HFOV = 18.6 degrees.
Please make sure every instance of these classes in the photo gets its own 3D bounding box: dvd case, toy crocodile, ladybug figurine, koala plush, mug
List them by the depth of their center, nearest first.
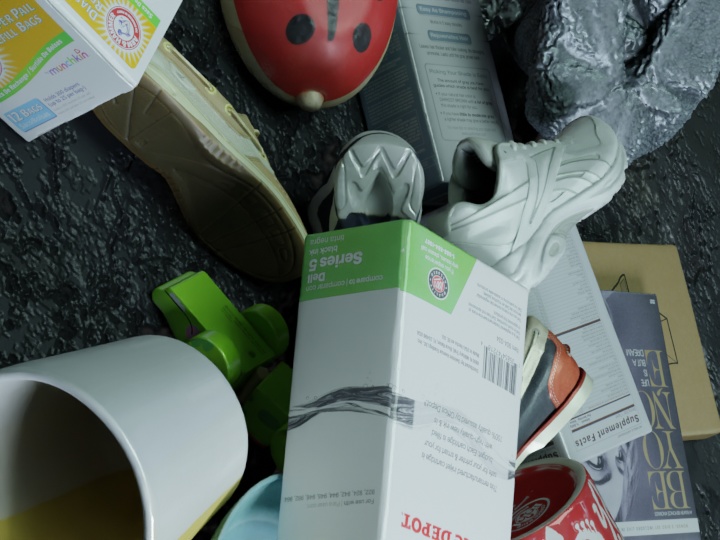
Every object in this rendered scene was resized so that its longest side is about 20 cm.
[{"bbox_3d":[-0.148,0.121,1.263,0.149,0.187,0.153,37,28,14],"label":"mug"},{"bbox_3d":[-0.059,0.082,1.400,0.200,0.062,0.067,46,39,7],"label":"toy crocodile"},{"bbox_3d":[0.139,0.247,1.465,0.201,0.133,0.178,64,23,-18],"label":"mug"},{"bbox_3d":[-0.031,-0.210,1.543,0.135,0.072,0.202,3,74,-22],"label":"ladybug figurine"},{"bbox_3d":[0.168,-0.182,1.683,0.176,0.200,0.185,11,100,-21],"label":"koala plush"},{"bbox_3d":[0.197,0.113,1.684,0.148,0.016,0.202,5,73,-47],"label":"dvd case"}]

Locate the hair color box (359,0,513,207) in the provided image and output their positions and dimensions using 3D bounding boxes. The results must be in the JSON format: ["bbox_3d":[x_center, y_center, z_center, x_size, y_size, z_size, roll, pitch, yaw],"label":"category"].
[{"bbox_3d":[0.048,-0.151,1.637,0.099,0.060,0.202,-1,74,-48],"label":"hair color box"}]

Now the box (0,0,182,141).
[{"bbox_3d":[-0.172,-0.195,1.372,0.101,0.112,0.201,45,45,-26],"label":"box"}]

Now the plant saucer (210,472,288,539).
[{"bbox_3d":[-0.047,0.222,1.306,0.199,0.036,0.202,20,66,-54],"label":"plant saucer"}]

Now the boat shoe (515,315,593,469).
[{"bbox_3d":[0.070,0.119,1.442,0.200,0.071,0.063,-47,108,-14],"label":"boat shoe"}]

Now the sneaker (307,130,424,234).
[{"bbox_3d":[0.000,0.000,1.501,0.130,0.079,0.201,-88,-179,-79],"label":"sneaker"}]

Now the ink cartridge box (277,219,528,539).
[{"bbox_3d":[0.028,0.089,1.343,0.145,0.083,0.202,29,61,-50],"label":"ink cartridge box"}]

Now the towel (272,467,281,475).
[{"bbox_3d":[-0.014,0.241,1.410,0.200,0.032,0.192,50,43,-19],"label":"towel"}]

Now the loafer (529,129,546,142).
[{"bbox_3d":[0.169,-0.084,1.711,0.071,0.073,0.200,24,44,9],"label":"loafer"}]

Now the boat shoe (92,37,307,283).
[{"bbox_3d":[-0.094,-0.077,1.434,0.200,0.074,0.067,52,35,-29],"label":"boat shoe"}]

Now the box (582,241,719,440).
[{"bbox_3d":[0.208,0.058,1.748,0.199,0.021,0.165,1,72,-48],"label":"box"}]

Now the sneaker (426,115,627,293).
[{"bbox_3d":[0.111,-0.062,1.488,0.100,0.078,0.200,51,43,-11],"label":"sneaker"}]

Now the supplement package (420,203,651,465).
[{"bbox_3d":[0.105,0.048,1.569,0.113,0.109,0.202,-15,83,-49],"label":"supplement package"}]
